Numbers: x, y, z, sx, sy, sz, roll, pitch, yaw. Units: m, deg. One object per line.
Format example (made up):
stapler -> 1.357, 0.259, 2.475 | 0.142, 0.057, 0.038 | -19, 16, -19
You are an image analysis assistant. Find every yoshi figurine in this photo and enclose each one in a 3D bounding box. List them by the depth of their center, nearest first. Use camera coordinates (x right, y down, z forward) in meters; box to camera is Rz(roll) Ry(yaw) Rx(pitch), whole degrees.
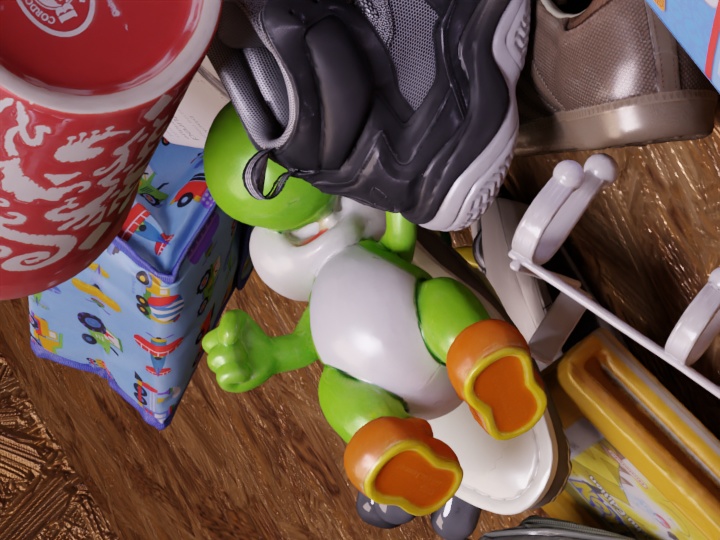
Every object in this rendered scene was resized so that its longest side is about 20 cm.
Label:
yoshi figurine -> -0.011, -0.004, 1.125 | 0.200, 0.112, 0.113 | 56, 144, 41

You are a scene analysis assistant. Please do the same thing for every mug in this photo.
mug -> -0.146, -0.088, 1.046 | 0.177, 0.134, 0.200 | 30, 158, -8

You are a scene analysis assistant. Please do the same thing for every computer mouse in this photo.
computer mouse -> 0.071, -0.001, 1.300 | 0.201, 0.044, 0.110 | 59, 164, 4

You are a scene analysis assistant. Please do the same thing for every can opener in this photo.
can opener -> 0.027, 0.104, 1.285 | 0.053, 0.067, 0.200 | 16, -173, -1

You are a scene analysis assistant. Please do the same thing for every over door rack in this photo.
over door rack -> 0.131, 0.027, 1.041 | 0.147, 0.067, 0.200 | 36, 173, 12

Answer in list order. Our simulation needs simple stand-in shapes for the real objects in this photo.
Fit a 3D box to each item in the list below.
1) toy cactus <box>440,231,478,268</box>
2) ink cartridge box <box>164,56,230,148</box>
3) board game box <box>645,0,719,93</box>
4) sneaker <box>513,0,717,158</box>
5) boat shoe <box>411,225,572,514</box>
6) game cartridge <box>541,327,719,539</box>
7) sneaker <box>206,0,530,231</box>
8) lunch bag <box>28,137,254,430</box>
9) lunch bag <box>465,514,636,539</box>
toy cactus -> 0.013, -0.022, 1.412 | 0.200, 0.102, 0.166 | -146, 48, -65
ink cartridge box -> -0.054, -0.125, 1.247 | 0.199, 0.083, 0.147 | 11, 150, 53
board game box -> 0.103, -0.149, 0.912 | 0.200, 0.036, 0.152 | 54, 164, 21
sneaker -> 0.089, -0.084, 1.069 | 0.200, 0.070, 0.076 | -177, 81, -74
boat shoe -> 0.036, 0.032, 1.212 | 0.060, 0.072, 0.202 | 19, -155, -50
game cartridge -> 0.137, 0.114, 1.241 | 0.176, 0.032, 0.200 | 45, 163, 2
sneaker -> 0.004, -0.118, 1.029 | 0.075, 0.113, 0.202 | 6, 92, 62
lunch bag -> -0.082, -0.046, 1.430 | 0.094, 0.200, 0.151 | 30, 150, 13
lunch bag -> 0.095, 0.211, 1.270 | 0.200, 0.167, 0.140 | 58, -151, -44
